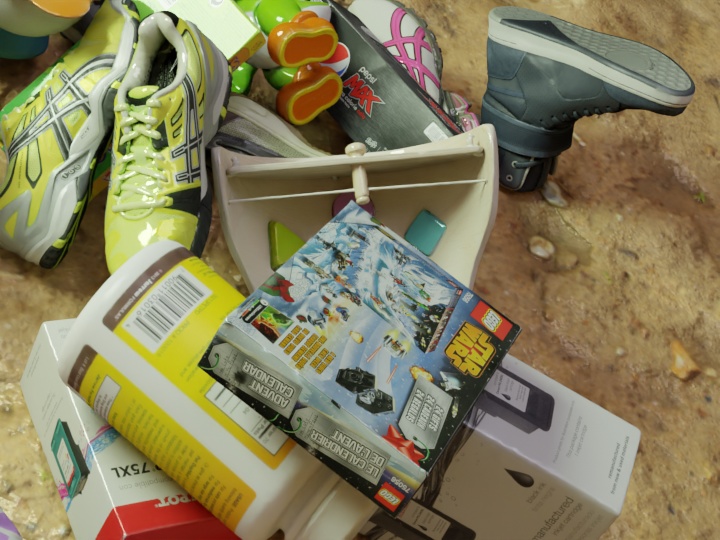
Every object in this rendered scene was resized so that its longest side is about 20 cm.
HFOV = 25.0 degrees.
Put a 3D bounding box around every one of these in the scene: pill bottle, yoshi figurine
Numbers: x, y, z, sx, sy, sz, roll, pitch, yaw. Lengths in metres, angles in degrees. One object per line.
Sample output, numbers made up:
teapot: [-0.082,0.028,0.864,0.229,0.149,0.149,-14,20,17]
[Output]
pill bottle: [-0.073,0.082,0.954,0.200,0.110,0.109,40,42,8]
yoshi figurine: [-0.105,-0.197,1.279,0.112,0.113,0.200,23,18,-50]

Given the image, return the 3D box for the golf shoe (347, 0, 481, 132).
golf shoe: [0.028,-0.158,1.376,0.091,0.073,0.201,-8,55,-33]

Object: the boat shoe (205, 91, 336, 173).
boat shoe: [-0.043,-0.058,1.247,0.200,0.072,0.066,34,64,-1]

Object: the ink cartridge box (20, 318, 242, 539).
ink cartridge box: [-0.125,0.125,1.017,0.115,0.067,0.201,-6,54,-34]

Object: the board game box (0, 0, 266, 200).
board game box: [-0.173,-0.137,1.192,0.200,0.030,0.096,-41,72,-3]

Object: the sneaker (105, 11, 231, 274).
sneaker: [-0.139,-0.076,1.066,0.075,0.076,0.202,-6,63,21]

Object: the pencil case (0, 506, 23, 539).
pencil case: [-0.201,0.190,0.897,0.084,0.086,0.200,-25,66,-41]

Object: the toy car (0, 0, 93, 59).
toy car: [-0.257,-0.222,1.138,0.175,0.186,0.200,-3,28,-32]

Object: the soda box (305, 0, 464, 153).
soda box: [0.015,-0.134,1.293,0.200,0.063,0.071,51,15,31]

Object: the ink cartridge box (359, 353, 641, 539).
ink cartridge box: [0.060,0.122,1.069,0.199,0.146,0.084,29,42,-2]

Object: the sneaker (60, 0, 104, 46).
sneaker: [-0.190,-0.194,1.278,0.073,0.080,0.201,-7,53,-33]

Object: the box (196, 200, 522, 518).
box: [0.007,0.044,0.940,0.136,0.040,0.200,37,29,5]

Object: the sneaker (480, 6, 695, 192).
sneaker: [0.184,-0.126,1.367,0.201,0.148,0.077,27,30,37]

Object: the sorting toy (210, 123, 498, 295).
sorting toy: [0.000,0.000,1.154,0.198,0.107,0.182,-5,84,-5]

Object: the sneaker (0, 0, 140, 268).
sneaker: [-0.209,-0.106,1.129,0.076,0.075,0.202,21,76,-5]
